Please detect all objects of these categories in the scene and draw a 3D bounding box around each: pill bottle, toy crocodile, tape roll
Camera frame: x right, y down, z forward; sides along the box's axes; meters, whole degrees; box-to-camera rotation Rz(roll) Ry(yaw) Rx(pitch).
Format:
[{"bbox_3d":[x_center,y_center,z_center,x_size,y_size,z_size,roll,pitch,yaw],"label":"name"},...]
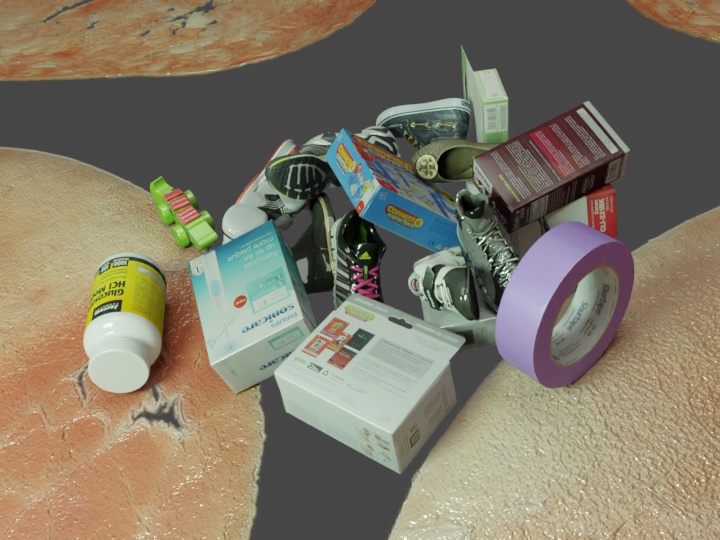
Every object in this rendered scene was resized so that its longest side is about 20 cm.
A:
[{"bbox_3d":[-0.344,0.076,1.356,0.110,0.114,0.202,-11,40,1],"label":"pill bottle"},{"bbox_3d":[-0.301,-0.097,1.581,0.067,0.062,0.200,-28,43,-17],"label":"toy crocodile"},{"bbox_3d":[0.259,0.044,1.165,0.199,0.202,0.065,-36,46,-25],"label":"tape roll"}]

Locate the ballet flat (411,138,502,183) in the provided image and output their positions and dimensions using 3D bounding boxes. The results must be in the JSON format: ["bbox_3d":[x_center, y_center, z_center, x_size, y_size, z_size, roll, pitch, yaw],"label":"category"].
[{"bbox_3d":[0.173,-0.162,1.403,0.196,0.069,0.047,1,26,12],"label":"ballet flat"}]

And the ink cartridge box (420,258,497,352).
[{"bbox_3d":[0.168,0.044,1.325,0.159,0.058,0.201,-10,20,4],"label":"ink cartridge box"}]

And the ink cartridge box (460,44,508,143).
[{"bbox_3d":[0.213,-0.279,1.586,0.047,0.147,0.202,-7,40,2],"label":"ink cartridge box"}]

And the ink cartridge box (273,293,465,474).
[{"bbox_3d":[0.020,0.139,1.210,0.198,0.085,0.176,22,52,33],"label":"ink cartridge box"}]

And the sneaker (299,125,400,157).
[{"bbox_3d":[-0.019,-0.180,1.585,0.195,0.081,0.130,-11,31,-13],"label":"sneaker"}]

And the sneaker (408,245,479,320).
[{"bbox_3d":[0.111,0.025,1.256,0.087,0.076,0.200,-11,14,1],"label":"sneaker"}]

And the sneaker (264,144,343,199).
[{"bbox_3d":[-0.084,-0.163,1.480,0.080,0.075,0.198,25,23,35],"label":"sneaker"}]

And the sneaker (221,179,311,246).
[{"bbox_3d":[-0.154,-0.070,1.468,0.075,0.116,0.200,35,42,15],"label":"sneaker"}]

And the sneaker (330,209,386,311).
[{"bbox_3d":[0.000,0.000,1.327,0.072,0.088,0.203,-1,66,-16],"label":"sneaker"}]

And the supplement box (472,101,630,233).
[{"bbox_3d":[0.269,-0.148,1.316,0.197,0.061,0.110,-26,60,-9],"label":"supplement box"}]

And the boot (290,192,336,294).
[{"bbox_3d":[-0.096,-0.036,1.453,0.136,0.078,0.202,-18,39,2],"label":"boot"}]

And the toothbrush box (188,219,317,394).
[{"bbox_3d":[-0.152,0.050,1.319,0.144,0.086,0.202,-25,49,5],"label":"toothbrush box"}]

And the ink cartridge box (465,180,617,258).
[{"bbox_3d":[0.269,-0.095,1.398,0.196,0.085,0.145,-14,32,0],"label":"ink cartridge box"}]

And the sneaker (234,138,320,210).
[{"bbox_3d":[-0.131,-0.111,1.538,0.115,0.078,0.202,33,84,6],"label":"sneaker"}]

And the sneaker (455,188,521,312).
[{"bbox_3d":[0.171,-0.029,1.223,0.074,0.116,0.201,-30,52,0],"label":"sneaker"}]

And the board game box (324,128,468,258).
[{"bbox_3d":[0.062,-0.114,1.403,0.056,0.198,0.197,-55,33,19],"label":"board game box"}]

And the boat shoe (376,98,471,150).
[{"bbox_3d":[0.104,-0.240,1.632,0.198,0.070,0.093,-5,74,41],"label":"boat shoe"}]
